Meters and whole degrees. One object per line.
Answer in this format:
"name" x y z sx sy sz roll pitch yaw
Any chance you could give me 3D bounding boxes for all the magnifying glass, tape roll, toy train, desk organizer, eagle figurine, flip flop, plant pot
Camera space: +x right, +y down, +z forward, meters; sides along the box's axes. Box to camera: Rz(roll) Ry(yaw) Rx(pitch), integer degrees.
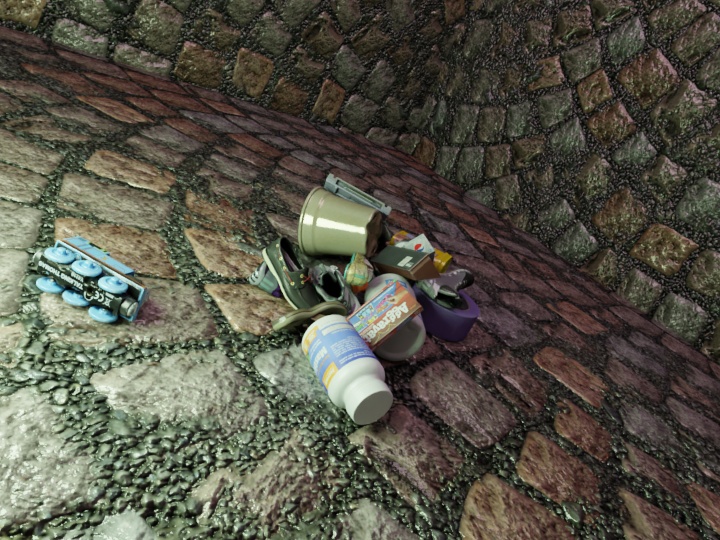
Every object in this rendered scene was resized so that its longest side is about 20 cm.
"magnifying glass" 0.023 0.040 1.351 0.022 0.080 0.200 -14 -3 23
"tape roll" 0.228 0.104 1.439 0.199 0.085 0.200 22 23 -10
"toy train" -0.461 0.015 0.893 0.199 0.087 0.114 28 16 4
"desk organizer" 0.116 -0.006 1.337 0.077 0.072 0.200 56 -17 -22
"eagle figurine" 0.057 -0.066 1.565 0.150 0.153 0.200 -1 4 30
"flip flop" -0.102 0.111 1.092 0.200 0.081 0.058 -5 61 -55
"plant pot" -0.045 -0.118 1.413 0.183 0.202 0.200 13 18 19

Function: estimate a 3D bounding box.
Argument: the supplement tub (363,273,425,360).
"supplement tub" 0.076 0.106 1.208 0.131 0.132 0.200 20 23 -13

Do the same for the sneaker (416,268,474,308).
"sneaker" 0.252 0.058 1.378 0.199 0.075 0.116 -3 40 -33

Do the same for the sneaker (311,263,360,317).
"sneaker" -0.076 0.021 1.221 0.200 0.078 0.140 45 -9 40

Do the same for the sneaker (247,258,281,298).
"sneaker" -0.201 0.001 1.247 0.087 0.074 0.200 40 29 -9

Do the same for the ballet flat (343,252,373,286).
"ballet flat" 0.000 0.000 1.262 0.070 0.071 0.200 25 10 -1

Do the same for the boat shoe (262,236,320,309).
"boat shoe" -0.148 0.018 1.172 0.202 0.063 0.074 58 28 6

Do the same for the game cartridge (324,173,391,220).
"game cartridge" -0.013 -0.200 1.475 0.199 0.039 0.130 29 -15 -3

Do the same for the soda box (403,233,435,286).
"soda box" 0.163 -0.023 1.460 0.064 0.068 0.200 58 -9 22

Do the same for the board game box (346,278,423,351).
"board game box" 0.027 0.112 1.087 0.103 0.200 0.019 47 -5 42

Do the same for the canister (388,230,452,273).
"canister" 0.200 -0.052 1.752 0.199 0.087 0.148 30 22 13

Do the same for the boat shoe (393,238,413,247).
"boat shoe" 0.145 -0.064 1.515 0.200 0.069 0.057 13 44 -59

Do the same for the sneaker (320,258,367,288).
"sneaker" -0.050 -0.006 1.398 0.115 0.076 0.200 23 23 -1

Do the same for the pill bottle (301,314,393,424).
"pill bottle" -0.024 0.184 0.955 0.112 0.112 0.200 8 28 -36
